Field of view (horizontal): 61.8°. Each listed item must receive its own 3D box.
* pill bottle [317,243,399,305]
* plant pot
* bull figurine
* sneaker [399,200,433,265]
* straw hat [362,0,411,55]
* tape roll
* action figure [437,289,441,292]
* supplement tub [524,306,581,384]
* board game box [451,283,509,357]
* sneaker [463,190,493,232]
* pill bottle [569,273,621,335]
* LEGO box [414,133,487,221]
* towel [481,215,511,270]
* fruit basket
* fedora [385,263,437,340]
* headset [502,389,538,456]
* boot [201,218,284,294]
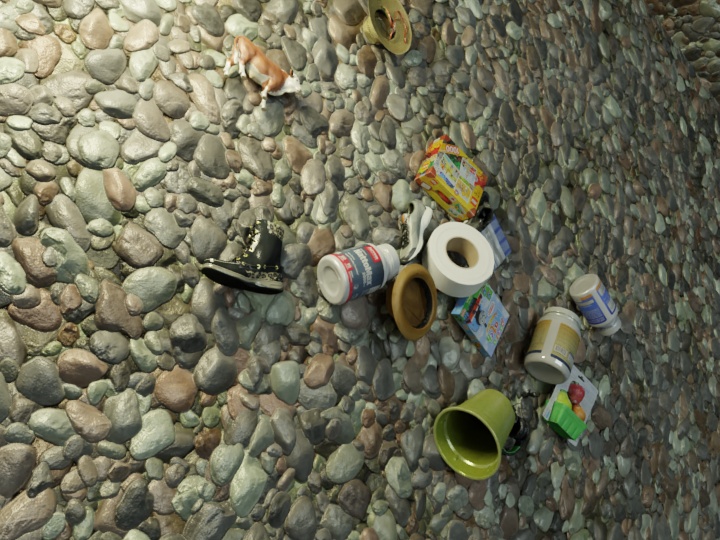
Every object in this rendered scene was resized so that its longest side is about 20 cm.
[{"bbox_3d":[0.000,0.000,1.493,0.196,0.118,0.124,-19,92,-37],"label":"pill bottle"},{"bbox_3d":[0.324,0.419,1.619,0.182,0.197,0.206,-27,96,-47],"label":"plant pot"},{"bbox_3d":[-0.234,-0.469,1.447,0.198,0.064,0.124,36,59,-25],"label":"bull figurine"},{"bbox_3d":[0.136,-0.102,1.651,0.078,0.074,0.205,29,58,-17],"label":"sneaker"},{"bbox_3d":[0.056,-0.684,1.694,0.198,0.083,0.209,15,69,-47],"label":"straw hat"},{"bbox_3d":[0.273,-0.031,1.679,0.195,0.071,0.208,8,57,-12],"label":"tape roll"},{"bbox_3d":[0.258,0.027,1.724,0.195,0.051,0.068,-5,88,-35],"label":"action figure"},{"bbox_3d":[0.604,0.232,1.874,0.144,0.143,0.203,42,60,-21],"label":"supplement tub"},{"bbox_3d":[0.353,0.128,1.753,0.201,0.036,0.153,50,59,-31],"label":"board game box"},{"bbox_3d":[0.369,-0.176,1.806,0.066,0.090,0.202,44,48,-16],"label":"sneaker"},{"bbox_3d":[0.816,0.123,2.074,0.202,0.111,0.113,52,56,-16],"label":"pill bottle"},{"bbox_3d":[0.269,-0.271,1.771,0.198,0.076,0.152,38,61,-24],"label":"LEGO box"},{"bbox_3d":[0.389,-0.070,1.853,0.199,0.024,0.150,-38,104,-35],"label":"towel"},{"bbox_3d":[0.663,0.418,1.904,0.184,0.093,0.204,40,65,-23],"label":"fruit basket"},{"bbox_3d":[0.124,0.082,1.578,0.197,0.080,0.209,-5,97,-46],"label":"fedora"},{"bbox_3d":[0.453,0.440,1.752,0.124,0.093,0.202,45,58,-20],"label":"headset"},{"bbox_3d":[-0.255,-0.041,1.344,0.199,0.072,0.159,17,68,-37],"label":"boot"}]
